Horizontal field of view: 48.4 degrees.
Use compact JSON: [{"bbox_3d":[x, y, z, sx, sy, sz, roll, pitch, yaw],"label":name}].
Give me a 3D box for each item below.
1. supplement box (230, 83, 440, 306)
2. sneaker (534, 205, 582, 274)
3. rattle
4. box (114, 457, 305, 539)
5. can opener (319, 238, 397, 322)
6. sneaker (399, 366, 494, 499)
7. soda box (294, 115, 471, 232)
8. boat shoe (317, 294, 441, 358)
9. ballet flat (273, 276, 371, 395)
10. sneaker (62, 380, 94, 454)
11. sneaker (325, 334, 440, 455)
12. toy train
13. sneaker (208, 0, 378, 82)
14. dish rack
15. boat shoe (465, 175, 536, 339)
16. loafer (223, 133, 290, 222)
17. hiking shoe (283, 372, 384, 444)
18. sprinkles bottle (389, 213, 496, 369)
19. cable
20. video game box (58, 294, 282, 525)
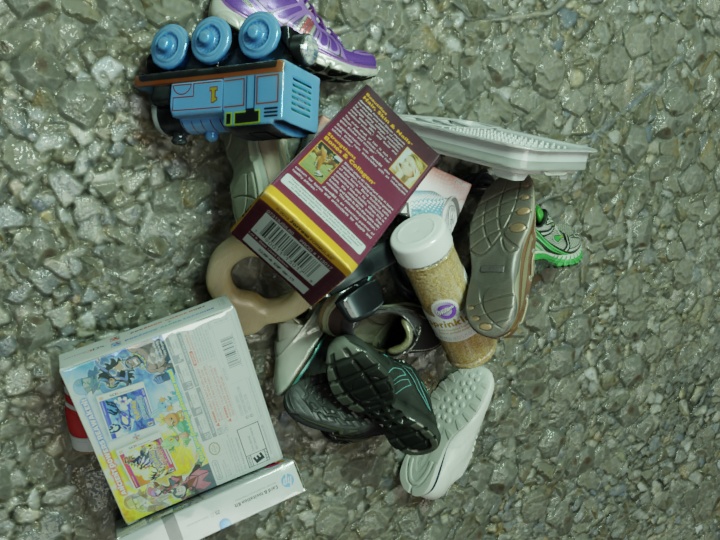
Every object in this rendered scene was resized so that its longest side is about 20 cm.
[{"bbox_3d":[-0.020,-0.078,0.798,0.110,0.086,0.200,43,51,-7],"label":"supplement box"},{"bbox_3d":[0.237,-0.046,1.044,0.200,0.078,0.086,-10,105,-55],"label":"sneaker"},{"bbox_3d":[-0.133,0.002,0.937,0.130,0.143,0.200,15,133,-34],"label":"rattle"},{"bbox_3d":[-0.176,0.269,0.914,0.200,0.156,0.041,-21,87,-21],"label":"box"},{"bbox_3d":[0.000,0.000,0.899,0.063,0.200,0.079,-17,100,24],"label":"can opener"},{"bbox_3d":[0.130,0.223,1.108,0.080,0.076,0.200,26,96,-41],"label":"sneaker"},{"bbox_3d":[0.024,-0.111,0.938,0.199,0.064,0.069,22,93,-16],"label":"soda box"},{"bbox_3d":[0.038,0.074,0.966,0.200,0.065,0.072,18,102,-43],"label":"boat shoe"},{"bbox_3d":[-0.061,0.055,0.971,0.069,0.069,0.200,40,81,-29],"label":"ballet flat"},{"bbox_3d":[-0.230,0.125,0.896,0.199,0.071,0.113,-14,113,-20],"label":"sneaker"},{"bbox_3d":[0.025,0.134,0.933,0.075,0.079,0.200,-21,126,24],"label":"sneaker"},{"bbox_3d":[-0.132,-0.185,0.794,0.087,0.199,0.115,11,81,-64],"label":"toy train"},{"bbox_3d":[-0.062,-0.264,0.870,0.200,0.081,0.084,20,89,-28],"label":"sneaker"},{"bbox_3d":[0.150,-0.140,0.919,0.171,0.200,0.044,-7,112,-48],"label":"dish rack"},{"bbox_3d":[0.168,-0.016,0.935,0.072,0.076,0.201,31,70,-56],"label":"boat shoe"},{"bbox_3d":[-0.105,-0.132,0.860,0.063,0.072,0.201,10,66,-39],"label":"loafer"},{"bbox_3d":[-0.026,0.183,0.983,0.200,0.076,0.101,17,134,-42],"label":"hiking shoe"},{"bbox_3d":[0.101,0.028,0.948,0.068,0.068,0.200,-37,125,-13],"label":"sprinkles bottle"},{"bbox_3d":[0.121,-0.039,1.042,0.163,0.051,0.201,11,102,-23],"label":"cable"},{"bbox_3d":[-0.196,0.149,0.853,0.182,0.047,0.201,-21,115,-16],"label":"video game box"}]
